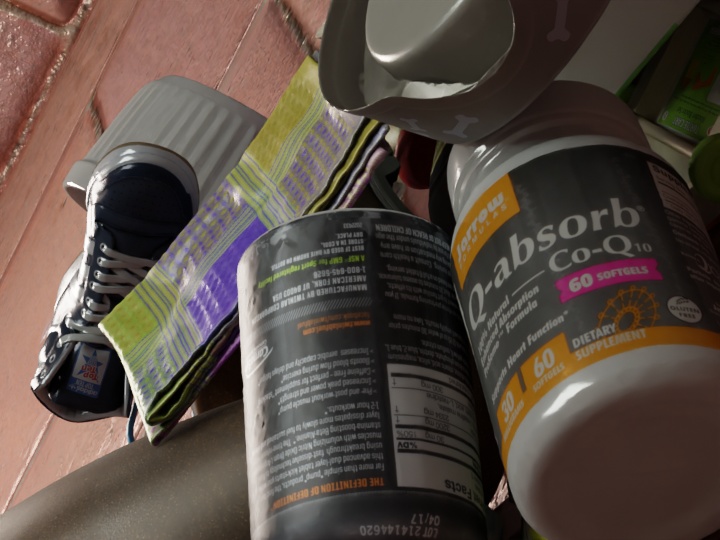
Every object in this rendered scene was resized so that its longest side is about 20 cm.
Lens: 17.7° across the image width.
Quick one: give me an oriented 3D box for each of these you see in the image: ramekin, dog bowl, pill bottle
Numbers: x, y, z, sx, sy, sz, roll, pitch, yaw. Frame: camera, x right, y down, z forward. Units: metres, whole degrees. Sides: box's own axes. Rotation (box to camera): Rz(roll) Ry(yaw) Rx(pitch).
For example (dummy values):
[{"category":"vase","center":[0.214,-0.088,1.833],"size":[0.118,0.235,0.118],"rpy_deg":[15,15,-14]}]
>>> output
[{"category":"ramekin","center":[-0.097,-0.050,1.619],"size":[0.105,0.200,0.200],"rpy_deg":[-58,16,-8]},{"category":"dog bowl","center":[0.059,-0.147,1.036],"size":[0.200,0.058,0.201],"rpy_deg":[-48,26,32]},{"category":"pill bottle","center":[0.001,0.082,1.031],"size":[0.106,0.106,0.201],"rpy_deg":[-43,43,51]},{"category":"pill bottle","center":[0.101,0.015,0.996],"size":[0.117,0.116,0.201],"rpy_deg":[-55,32,32]}]

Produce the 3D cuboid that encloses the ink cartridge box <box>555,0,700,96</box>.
[{"category":"ink cartridge box","center":[0.132,-0.206,1.168],"size":[0.146,0.084,0.201],"rpy_deg":[-52,20,48]}]

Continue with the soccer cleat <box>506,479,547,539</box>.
[{"category":"soccer cleat","center":[0.104,0.112,1.033],"size":[0.083,0.065,0.201],"rpy_deg":[-19,42,36]}]

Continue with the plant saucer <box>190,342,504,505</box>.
[{"category":"plant saucer","center":[-0.018,0.068,1.210],"size":[0.201,0.200,0.037],"rpy_deg":[-52,-8,37]}]

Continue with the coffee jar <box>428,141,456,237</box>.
[{"category":"coffee jar","center":[0.091,-0.101,1.285],"size":[0.104,0.085,0.201],"rpy_deg":[120,164,-48]}]

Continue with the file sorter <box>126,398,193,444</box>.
[{"category":"file sorter","center":[-0.046,0.066,1.394],"size":[0.200,0.138,0.123],"rpy_deg":[-21,50,67]}]

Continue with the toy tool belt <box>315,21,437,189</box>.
[{"category":"toy tool belt","center":[0.035,-0.150,1.435],"size":[0.123,0.125,0.201],"rpy_deg":[16,78,45]}]

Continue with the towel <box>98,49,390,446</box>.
[{"category":"towel","center":[-0.060,-0.019,1.171],"size":[0.200,0.023,0.144],"rpy_deg":[-51,25,9]}]

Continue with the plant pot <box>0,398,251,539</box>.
[{"category":"plant pot","center":[-0.069,0.147,1.161],"size":[0.200,0.187,0.187],"rpy_deg":[-40,27,27]}]

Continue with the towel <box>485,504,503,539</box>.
[{"category":"towel","center":[0.007,0.230,1.171],"size":[0.200,0.048,0.172],"rpy_deg":[-48,27,47]}]

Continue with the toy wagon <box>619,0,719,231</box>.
[{"category":"toy wagon","center":[0.159,-0.072,1.123],"size":[0.201,0.039,0.155],"rpy_deg":[-64,16,7]}]

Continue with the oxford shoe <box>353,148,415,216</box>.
[{"category":"oxford shoe","center":[0.000,0.000,1.259],"size":[0.073,0.084,0.200],"rpy_deg":[89,158,-45]}]

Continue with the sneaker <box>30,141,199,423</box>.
[{"category":"sneaker","center":[-0.151,0.016,1.419],"size":[0.200,0.070,0.109],"rpy_deg":[119,164,-50]}]
